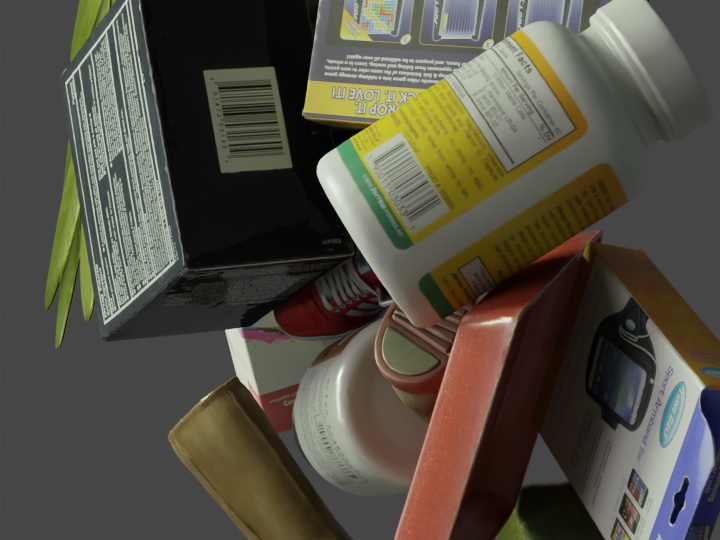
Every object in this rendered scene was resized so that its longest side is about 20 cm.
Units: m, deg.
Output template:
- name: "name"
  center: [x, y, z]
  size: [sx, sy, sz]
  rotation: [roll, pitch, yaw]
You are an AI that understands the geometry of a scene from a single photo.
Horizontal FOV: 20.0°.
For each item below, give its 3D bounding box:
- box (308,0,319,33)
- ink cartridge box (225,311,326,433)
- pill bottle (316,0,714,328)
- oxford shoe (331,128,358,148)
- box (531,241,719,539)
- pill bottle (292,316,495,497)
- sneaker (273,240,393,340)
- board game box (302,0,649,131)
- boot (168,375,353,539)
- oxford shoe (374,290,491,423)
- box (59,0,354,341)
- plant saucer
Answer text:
- name: "box"
  center: [-0.050, -0.243, 1.586]
  size: [0.046, 0.199, 0.159]
  rotation: [-114, 38, -62]
- name: "ink cartridge box"
  center: [-0.078, 0.016, 1.637]
  size: [0.116, 0.067, 0.200]
  rotation: [-128, 23, -65]
- name: "pill bottle"
  center: [0.086, -0.065, 1.113]
  size: [0.200, 0.113, 0.113]
  rotation: [-33, 30, 4]
- name: "oxford shoe"
  center: [0.008, -0.122, 1.337]
  size: [0.073, 0.071, 0.200]
  rotation: [-103, 27, -58]
- name: "box"
  center: [0.154, 0.080, 1.098]
  size: [0.200, 0.041, 0.119]
  rotation: [-121, 42, -60]
- name: "pill bottle"
  center: [0.017, 0.094, 1.365]
  size: [0.200, 0.114, 0.115]
  rotation: [148, 128, -74]
- name: "sneaker"
  center: [0.000, 0.000, 1.345]
  size: [0.200, 0.112, 0.071]
  rotation: [-26, 84, 31]
- name: "board game box"
  center: [0.074, -0.161, 1.233]
  size: [0.199, 0.057, 0.166]
  rotation: [8, 89, 27]
- name: "boot"
  center: [-0.068, 0.191, 1.483]
  size: [0.200, 0.066, 0.175]
  rotation: [50, 136, 4]
- name: "oxford shoe"
  center: [0.075, 0.004, 1.256]
  size: [0.200, 0.070, 0.075]
  rotation: [-54, -32, -21]
- name: "box"
  center: [-0.107, -0.075, 1.354]
  size: [0.198, 0.123, 0.201]
  rotation: [148, 115, -63]
- name: "plant saucer"
  center: [0.074, 0.083, 1.169]
  size: [0.200, 0.037, 0.200]
  rotation: [-38, -34, -66]
